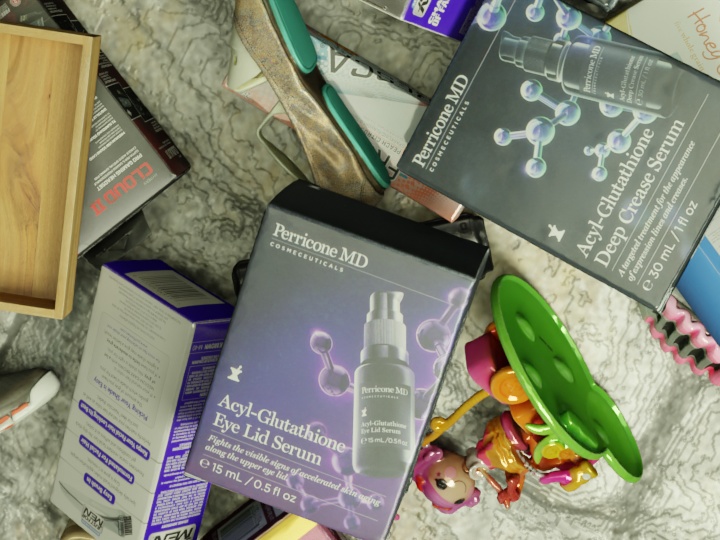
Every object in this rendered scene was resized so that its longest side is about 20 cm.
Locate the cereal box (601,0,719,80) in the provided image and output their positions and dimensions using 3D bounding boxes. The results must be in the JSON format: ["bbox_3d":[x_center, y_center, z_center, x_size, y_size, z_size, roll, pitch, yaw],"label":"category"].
[{"bbox_3d":[0.278,-0.160,1.149,0.199,0.040,0.144,-31,98,8],"label":"cereal box"}]

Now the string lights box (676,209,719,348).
[{"bbox_3d":[0.305,0.026,1.126,0.103,0.059,0.200,-30,80,-24],"label":"string lights box"}]

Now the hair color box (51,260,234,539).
[{"bbox_3d":[-0.157,0.106,1.172,0.109,0.065,0.201,29,111,37],"label":"hair color box"}]

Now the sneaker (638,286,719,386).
[{"bbox_3d":[0.301,0.049,1.182,0.200,0.079,0.096,34,79,-4],"label":"sneaker"}]

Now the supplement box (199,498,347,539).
[{"bbox_3d":[-0.028,0.268,1.194,0.103,0.131,0.200,-36,98,-4],"label":"supplement box"}]

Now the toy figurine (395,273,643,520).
[{"bbox_3d":[0.085,0.127,1.190,0.184,0.151,0.200,-32,123,22],"label":"toy figurine"}]

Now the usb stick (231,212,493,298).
[{"bbox_3d":[0.000,0.000,1.197,0.199,0.033,0.056,-12,104,5],"label":"usb stick"}]

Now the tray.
[{"bbox_3d":[-0.245,-0.073,1.118,0.098,0.037,0.201,8,101,1],"label":"tray"}]

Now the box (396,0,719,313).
[{"bbox_3d":[0.150,-0.085,1.056,0.199,0.107,0.149,29,96,11],"label":"box"}]

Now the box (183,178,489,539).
[{"bbox_3d":[-0.015,0.059,1.062,0.147,0.104,0.201,19,104,5],"label":"box"}]

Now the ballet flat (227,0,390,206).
[{"bbox_3d":[-0.052,-0.125,1.098,0.067,0.068,0.201,-27,97,15],"label":"ballet flat"}]

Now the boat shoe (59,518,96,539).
[{"bbox_3d":[-0.155,0.265,1.240,0.200,0.065,0.071,36,101,-5],"label":"boat shoe"}]

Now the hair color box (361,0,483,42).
[{"bbox_3d":[0.028,-0.205,1.060,0.109,0.200,0.065,29,103,18],"label":"hair color box"}]

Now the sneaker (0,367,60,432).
[{"bbox_3d":[-0.332,0.103,1.216,0.199,0.077,0.082,-21,93,6],"label":"sneaker"}]

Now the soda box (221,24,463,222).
[{"bbox_3d":[0.001,-0.116,1.160,0.199,0.064,0.069,30,101,-4],"label":"soda box"}]

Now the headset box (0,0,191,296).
[{"bbox_3d":[-0.235,-0.092,1.170,0.149,0.077,0.200,-36,96,9],"label":"headset box"}]

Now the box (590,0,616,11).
[{"bbox_3d":[0.106,-0.274,1.073,0.199,0.148,0.107,30,101,-3],"label":"box"}]
